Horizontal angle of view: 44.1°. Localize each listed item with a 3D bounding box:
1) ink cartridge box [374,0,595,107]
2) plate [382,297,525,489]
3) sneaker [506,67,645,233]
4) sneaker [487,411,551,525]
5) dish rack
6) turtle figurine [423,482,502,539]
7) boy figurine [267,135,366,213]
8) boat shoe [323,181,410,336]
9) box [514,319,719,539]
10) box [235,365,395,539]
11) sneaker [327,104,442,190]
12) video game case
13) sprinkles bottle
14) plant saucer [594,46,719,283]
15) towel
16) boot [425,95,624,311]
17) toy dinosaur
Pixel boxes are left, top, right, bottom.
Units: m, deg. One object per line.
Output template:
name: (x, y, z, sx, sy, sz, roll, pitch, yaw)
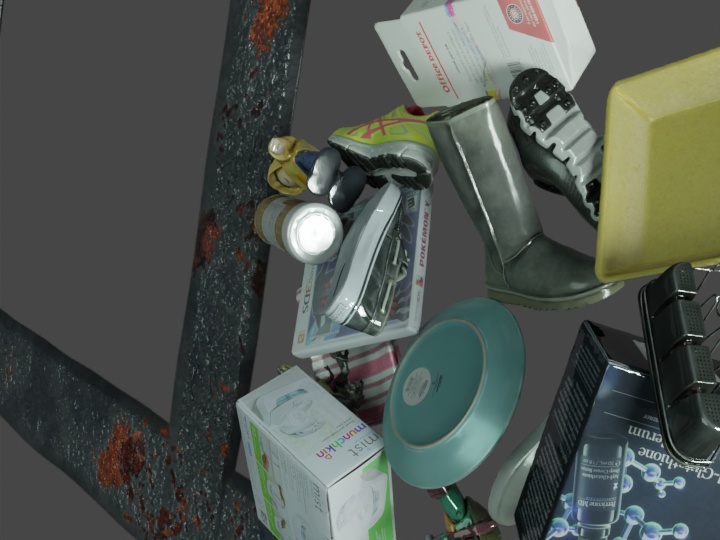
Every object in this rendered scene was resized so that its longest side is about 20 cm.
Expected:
ink cartridge box: (0.121, -0.236, 0.898, 0.197, 0.117, 0.068, 2, 46, 44)
plate: (0.082, 0.116, 0.890, 0.199, 0.025, 0.203, -36, 39, 35)
sneaker: (0.207, -0.097, 0.855, 0.201, 0.066, 0.091, 53, 169, 8)
sneaker: (0.197, 0.191, 0.852, 0.085, 0.072, 0.202, 51, 122, 35)
dish rack: (0.317, 0.070, 0.662, 0.055, 0.195, 0.156, 104, 170, -57)
turtle figurine: (0.099, 0.280, 0.937, 0.150, 0.099, 0.204, 105, 147, -74)
boy figurine: (-0.068, -0.123, 1.092, 0.065, 0.123, 0.199, -59, 27, -5)
boat shoe: (0.017, -0.009, 0.959, 0.072, 0.070, 0.202, -41, 21, 47)
box: (0.231, 0.168, 0.747, 0.145, 0.107, 0.204, 15, 105, -1)
box: (-0.050, 0.248, 1.028, 0.175, 0.096, 0.204, 31, 138, 41)
sneaker: (0.038, -0.149, 1.027, 0.198, 0.078, 0.091, 18, 70, 52)
video game case: (0.000, 0.000, 1.045, 0.198, 0.023, 0.186, -16, 58, 43)
sprinkles bottle: (-0.079, -0.053, 1.071, 0.200, 0.067, 0.070, -157, 72, -71)
plant saucer: (0.298, -0.088, 0.738, 0.197, 0.048, 0.204, -13, 58, 45)
towel: (-0.014, 0.093, 1.096, 0.145, 0.030, 0.205, -27, 70, 41)
boot: (0.153, -0.067, 0.849, 0.180, 0.072, 0.205, 1, 110, 50)
toy dinosaur: (-0.023, 0.152, 1.055, 0.199, 0.047, 0.090, 41, 129, 36)
